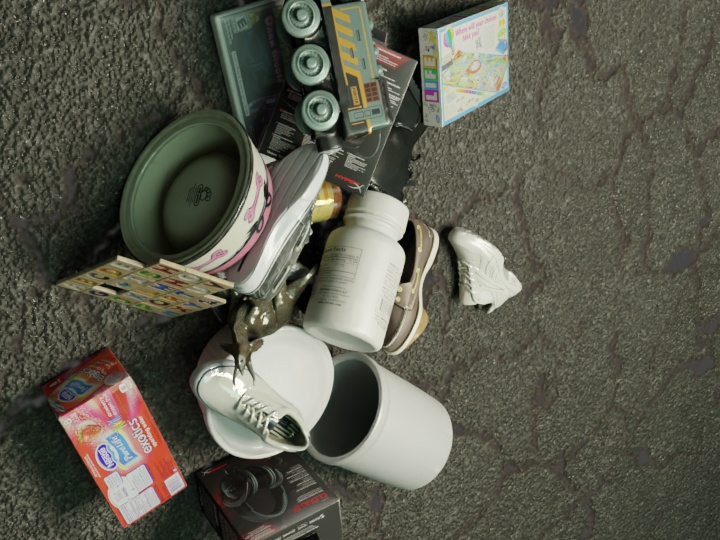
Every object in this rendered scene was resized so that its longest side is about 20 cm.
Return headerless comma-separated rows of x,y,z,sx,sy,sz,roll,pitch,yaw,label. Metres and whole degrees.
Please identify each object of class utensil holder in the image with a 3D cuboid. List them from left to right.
0.029,0.242,1.261,0.199,0.169,0.171,32,89,-41,utensil holder

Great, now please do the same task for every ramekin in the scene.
-0.145,0.156,1.146,0.200,0.094,0.206,-15,116,-31,ramekin

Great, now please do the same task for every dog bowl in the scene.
-0.190,-0.085,0.958,0.202,0.199,0.074,-57,143,-2,dog bowl

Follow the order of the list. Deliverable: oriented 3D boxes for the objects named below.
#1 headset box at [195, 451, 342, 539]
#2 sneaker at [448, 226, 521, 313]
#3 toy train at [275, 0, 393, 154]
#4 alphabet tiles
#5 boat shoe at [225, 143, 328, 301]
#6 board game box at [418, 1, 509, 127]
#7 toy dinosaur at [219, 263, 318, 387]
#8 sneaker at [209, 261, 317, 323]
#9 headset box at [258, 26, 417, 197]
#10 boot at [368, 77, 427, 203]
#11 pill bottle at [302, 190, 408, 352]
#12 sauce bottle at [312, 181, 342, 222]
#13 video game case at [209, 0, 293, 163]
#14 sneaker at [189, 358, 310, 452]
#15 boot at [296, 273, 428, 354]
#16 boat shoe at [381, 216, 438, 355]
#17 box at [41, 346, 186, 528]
-0.129,0.344,1.156,0.147,0.199,0.078,-19,119,-27,headset box
0.196,0.009,1.346,0.100,0.078,0.200,-49,128,-5,sneaker
-0.031,-0.242,0.941,0.112,0.085,0.204,-13,95,-11,toy train
-0.247,0.021,0.963,0.166,0.198,0.008,22,66,-39,alphabet tiles
-0.093,-0.057,0.979,0.202,0.072,0.071,-60,143,-6,boat shoe
0.156,-0.305,1.173,0.199,0.034,0.137,-34,128,-44,board game box
-0.127,0.049,1.046,0.200,0.076,0.104,-45,138,-47,toy dinosaur
-0.150,0.020,1.102,0.198,0.075,0.115,24,95,-34,sneaker
-0.026,-0.216,1.021,0.147,0.077,0.203,21,97,-6,headset box
0.025,-0.192,1.121,0.198,0.073,0.164,36,75,-50,boot
0.000,0.000,1.103,0.114,0.113,0.203,31,68,-40,pill bottle
-0.119,-0.089,1.082,0.198,0.066,0.067,-10,115,-35,sauce bottle
-0.093,-0.257,1.060,0.180,0.023,0.203,-26,122,-26,video game case
-0.135,0.178,1.054,0.199,0.071,0.074,36,87,-39,sneaker
0.011,0.063,1.240,0.175,0.066,0.201,-42,129,-14,boot
0.060,0.021,1.186,0.059,0.071,0.203,29,75,-47,boat shoe
-0.318,0.217,1.044,0.099,0.095,0.202,-31,124,-22,box
